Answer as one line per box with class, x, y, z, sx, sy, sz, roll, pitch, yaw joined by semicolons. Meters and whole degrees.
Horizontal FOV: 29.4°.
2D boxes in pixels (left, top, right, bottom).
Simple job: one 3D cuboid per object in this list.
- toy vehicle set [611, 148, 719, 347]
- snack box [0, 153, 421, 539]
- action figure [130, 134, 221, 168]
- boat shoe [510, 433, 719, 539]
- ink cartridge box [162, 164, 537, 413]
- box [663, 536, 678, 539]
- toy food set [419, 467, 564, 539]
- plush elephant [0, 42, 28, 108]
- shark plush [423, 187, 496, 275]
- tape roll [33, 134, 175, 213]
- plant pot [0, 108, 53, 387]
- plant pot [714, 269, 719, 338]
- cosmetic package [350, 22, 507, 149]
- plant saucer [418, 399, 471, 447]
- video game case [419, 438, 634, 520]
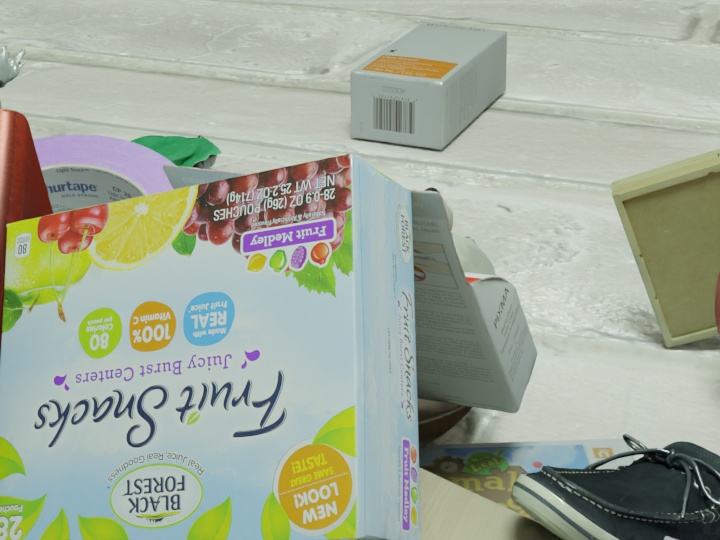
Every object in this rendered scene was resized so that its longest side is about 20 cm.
toy vehicle set;0.285;-0.030;0.932;0.199;0.125;0.027;-17;22;17
snack box;-0.074;0.049;0.640;0.199;0.169;0.068;-8;-17;28
action figure;-0.182;-0.088;1.216;0.118;0.055;0.200;9;21;22
boat shoe;0.153;0.115;0.684;0.200;0.062;0.075;16;9;-37
ink cartridge box;0.000;0.000;0.756;0.160;0.200;0.047;7;55;25
box;0.173;0.207;0.439;0.199;0.097;0.176;14;73;27
toy food set;0.039;0.181;0.624;0.143;0.061;0.200;24;40;13
plush elephant;-0.339;-0.076;1.100;0.164;0.155;0.201;29;62;-20
shark plush;0.045;0.005;0.907;0.083;0.091;0.200;-21;-8;19
tape roll;-0.203;-0.003;0.944;0.199;0.066;0.201;-1;48;1
plant pot;-0.261;0.051;0.740;0.199;0.200;0.177;-7;60;-7
plant pot;0.322;0.037;0.809;0.200;0.201;0.195;-7;18;-13
cosmetic package;0.074;-0.194;1.414;0.101;0.071;0.200;10;27;21
plant saucer;-0.020;0.078;0.864;0.199;0.032;0.200;-1;16;0
video game case;0.067;0.150;0.750;0.199;0.022;0.182;-2;25;-2
